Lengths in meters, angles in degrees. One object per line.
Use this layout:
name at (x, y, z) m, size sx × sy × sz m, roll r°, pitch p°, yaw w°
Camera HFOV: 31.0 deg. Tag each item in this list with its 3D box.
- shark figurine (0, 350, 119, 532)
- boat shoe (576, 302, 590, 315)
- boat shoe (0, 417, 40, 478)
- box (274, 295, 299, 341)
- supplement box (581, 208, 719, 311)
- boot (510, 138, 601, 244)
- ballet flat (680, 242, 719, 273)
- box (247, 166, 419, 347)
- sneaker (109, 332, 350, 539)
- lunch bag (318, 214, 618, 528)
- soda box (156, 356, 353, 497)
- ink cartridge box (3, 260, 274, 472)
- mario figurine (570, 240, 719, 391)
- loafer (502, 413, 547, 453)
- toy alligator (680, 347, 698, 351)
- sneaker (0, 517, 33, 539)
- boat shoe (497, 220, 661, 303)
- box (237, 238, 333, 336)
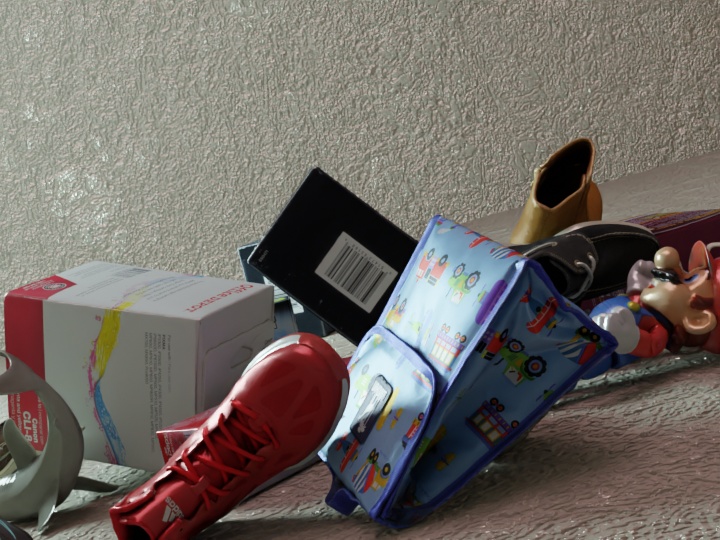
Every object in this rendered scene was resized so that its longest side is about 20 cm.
shark figurine at (-0.259, 0.160, 1.054) m, size 0.126 × 0.216 × 0.090 m, roll 13°, pitch 43°, yaw -8°
boat shoe at (0.150, 0.051, 1.234) m, size 0.092 × 0.076 × 0.200 m, roll 7°, pitch 27°, yaw 30°
boat shoe at (-0.382, 0.182, 1.318) m, size 0.074 × 0.076 × 0.202 m, roll -12°, pitch 5°, yaw 26°
box at (-0.152, 0.105, 1.290) m, size 0.197 × 0.112 × 0.035 m, roll -16°, pitch 5°, yaw -2°
supplement box at (0.295, -0.006, 1.320) m, size 0.109 × 0.087 × 0.200 m, roll -16°, pitch 5°, yaw -13°
boot at (0.197, -0.070, 1.212) m, size 0.070 × 0.145 × 0.202 m, roll 25°, pitch 47°, yaw 13°
ballet flat at (0.307, 0.013, 1.171) m, size 0.197 × 0.074 × 0.073 m, roll -14°, pitch 5°, yaw 9°
box at (0.000, 0.000, 1.344) m, size 0.124 × 0.199 × 0.198 m, roll -53°, pitch 2°, yaw 3°
sneaker at (-0.089, 0.131, 0.845) m, size 0.200 × 0.078 × 0.116 m, roll -51°, pitch -4°, yaw 32°
lunch bag at (0.047, 0.080, 0.858) m, size 0.201 × 0.094 × 0.150 m, roll -51°, pitch 23°, yaw -3°
soda box at (-0.066, 0.127, 1.050) m, size 0.069 × 0.064 × 0.199 m, roll -10°, pitch 6°, yaw 41°
ink cartridge box at (-0.192, 0.084, 1.157) m, size 0.197 × 0.147 × 0.145 m, roll 6°, pitch 13°, yaw 22°
mario figurine at (0.211, 0.027, 1.030) m, size 0.198 × 0.107 × 0.124 m, roll -22°, pitch 44°, yaw -1°
loafer at (0.078, 0.092, 0.979) m, size 0.069 × 0.071 × 0.200 m, roll -22°, pitch 16°, yaw -17°
toy alligator at (0.192, 0.056, 1.111) m, size 0.198 × 0.055 × 0.059 m, roll -13°, pitch 5°, yaw 23°
sneaker at (-0.319, 0.207, 0.953) m, size 0.198 × 0.077 × 0.079 m, roll 0°, pitch 2°, yaw 40°
boat shoe at (0.171, 0.006, 1.097) m, size 0.197 × 0.073 × 0.068 m, roll -9°, pitch 22°, yaw -17°
box at (-0.077, 0.012, 1.899) m, size 0.106 × 0.151 × 0.200 m, roll -12°, pitch 5°, yaw 23°
